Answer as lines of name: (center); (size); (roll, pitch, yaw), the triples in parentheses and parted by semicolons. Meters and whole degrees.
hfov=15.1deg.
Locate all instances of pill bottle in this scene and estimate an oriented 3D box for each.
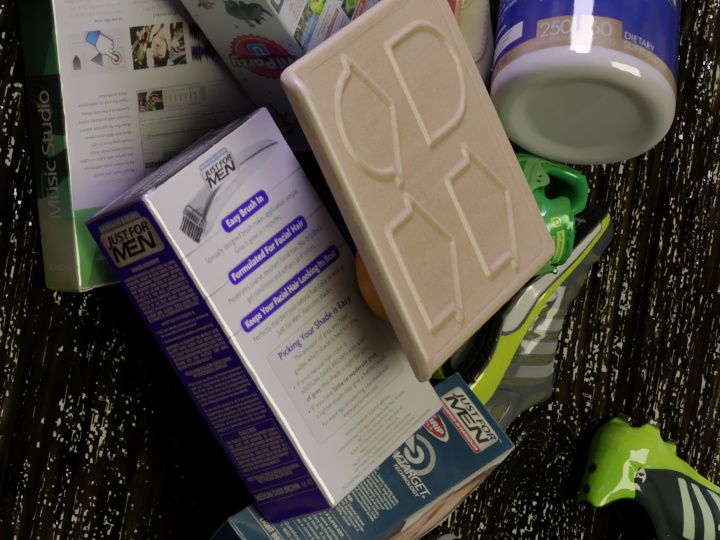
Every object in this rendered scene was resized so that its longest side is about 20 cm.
pill bottle: (0.144, -0.178, 1.700); (0.116, 0.115, 0.201); (34, 50, -39)

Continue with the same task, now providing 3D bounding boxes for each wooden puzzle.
wooden puzzle: (0.027, -0.054, 1.523); (0.200, 0.046, 0.186); (-43, 113, -56)

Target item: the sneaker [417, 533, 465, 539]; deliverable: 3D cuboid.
sneaker: (0.006, 0.247, 1.634); (0.199, 0.074, 0.088); (-33, 136, -28)

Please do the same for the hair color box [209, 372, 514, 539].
hair color box: (-0.010, 0.145, 1.584); (0.200, 0.100, 0.061); (-31, 77, -39)

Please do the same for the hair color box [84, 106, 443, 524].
hair color box: (-0.052, 0.025, 1.494); (0.109, 0.065, 0.201); (-39, 104, -41)

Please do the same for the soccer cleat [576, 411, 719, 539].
soccer cleat: (0.220, 0.173, 1.842); (0.200, 0.067, 0.081); (36, 72, -31)

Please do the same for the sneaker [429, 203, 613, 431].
sneaker: (0.100, 0.036, 1.726); (0.200, 0.074, 0.081); (-51, 133, -24)

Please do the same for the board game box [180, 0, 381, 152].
board game box: (-0.039, -0.185, 1.541); (0.200, 0.064, 0.148); (53, 47, -42)

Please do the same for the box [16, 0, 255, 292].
box: (-0.122, -0.097, 1.525); (0.144, 0.036, 0.202); (-10, 97, -43)

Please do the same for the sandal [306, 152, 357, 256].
sandal: (0.001, 0.000, 1.623); (0.043, 0.076, 0.202); (15, 80, -70)

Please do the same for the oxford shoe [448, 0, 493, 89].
oxford shoe: (0.048, -0.167, 1.677); (0.074, 0.070, 0.202); (5, 90, -65)

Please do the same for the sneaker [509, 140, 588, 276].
sneaker: (0.086, -0.028, 1.655); (0.200, 0.083, 0.075); (-49, 143, -54)
